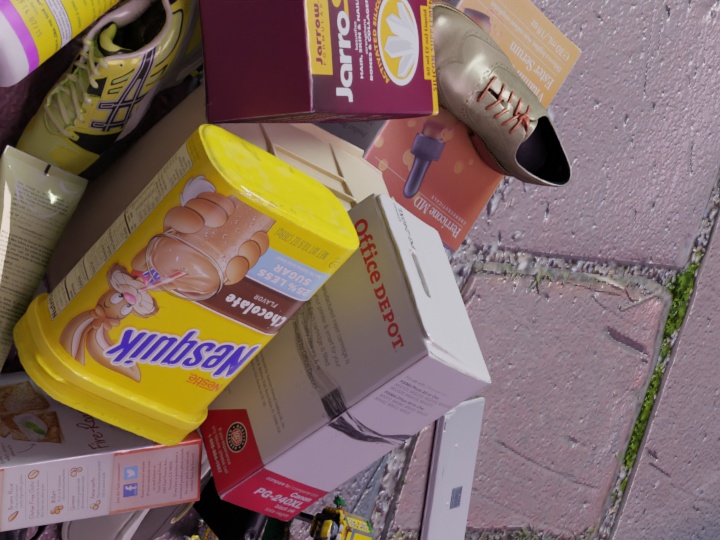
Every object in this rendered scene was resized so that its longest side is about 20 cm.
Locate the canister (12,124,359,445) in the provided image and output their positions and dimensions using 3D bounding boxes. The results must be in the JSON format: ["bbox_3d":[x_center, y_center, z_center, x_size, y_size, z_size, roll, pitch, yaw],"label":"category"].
[{"bbox_3d":[-0.116,0.010,1.424,0.148,0.087,0.200,27,116,-38],"label":"canister"}]

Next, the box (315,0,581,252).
[{"bbox_3d":[0.056,-0.144,1.698,0.152,0.106,0.200,35,85,-46],"label":"box"}]

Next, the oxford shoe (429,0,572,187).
[{"bbox_3d":[0.104,-0.135,1.615,0.070,0.075,0.200,-53,133,-5],"label":"oxford shoe"}]

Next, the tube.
[{"bbox_3d":[-0.252,0.018,1.446,0.058,0.052,0.200,24,89,-88],"label":"tube"}]

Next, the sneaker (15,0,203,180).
[{"bbox_3d":[-0.182,-0.136,1.481,0.200,0.075,0.076,-46,151,8],"label":"sneaker"}]

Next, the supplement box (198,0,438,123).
[{"bbox_3d":[-0.027,-0.160,1.479,0.200,0.086,0.110,-8,95,-62],"label":"supplement box"}]

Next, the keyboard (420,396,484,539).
[{"bbox_3d":[0.082,0.214,1.975,0.056,0.011,0.200,-14,120,-43],"label":"keyboard"}]

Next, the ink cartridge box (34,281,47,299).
[{"bbox_3d":[-0.327,0.025,1.459,0.200,0.067,0.117,-38,132,-22],"label":"ink cartridge box"}]

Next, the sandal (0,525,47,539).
[{"bbox_3d":[-0.258,0.162,1.605,0.075,0.048,0.201,22,94,-46],"label":"sandal"}]

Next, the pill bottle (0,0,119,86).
[{"bbox_3d":[-0.197,-0.221,1.428,0.200,0.104,0.104,-42,133,-19],"label":"pill bottle"}]

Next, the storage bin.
[{"bbox_3d":[-0.102,-0.022,1.555,0.200,0.094,0.198,-39,139,24],"label":"storage bin"}]

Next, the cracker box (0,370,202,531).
[{"bbox_3d":[-0.228,0.125,1.516,0.200,0.134,0.058,-7,118,-22],"label":"cracker box"}]

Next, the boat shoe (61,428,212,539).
[{"bbox_3d":[-0.155,0.157,1.649,0.202,0.072,0.060,-47,159,25],"label":"boat shoe"}]

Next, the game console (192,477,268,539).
[{"bbox_3d":[-0.081,0.106,1.653,0.031,0.177,0.200,21,96,-20],"label":"game console"}]

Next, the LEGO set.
[{"bbox_3d":[-0.091,0.261,1.739,0.116,0.154,0.200,24,90,-46],"label":"LEGO set"}]

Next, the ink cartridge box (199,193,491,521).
[{"bbox_3d":[-0.021,0.063,1.498,0.200,0.145,0.083,-35,142,23],"label":"ink cartridge box"}]
